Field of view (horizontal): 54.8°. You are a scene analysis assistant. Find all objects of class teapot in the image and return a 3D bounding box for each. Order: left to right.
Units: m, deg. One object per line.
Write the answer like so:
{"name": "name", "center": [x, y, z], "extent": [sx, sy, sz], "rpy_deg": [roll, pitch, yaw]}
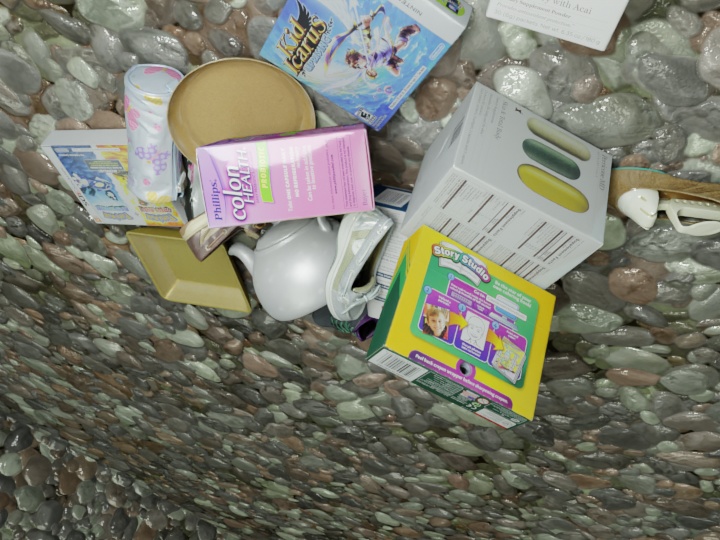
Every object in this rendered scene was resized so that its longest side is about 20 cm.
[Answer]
{"name": "teapot", "center": [-0.091, -0.027, 1.081], "extent": [0.147, 0.199, 0.197], "rpy_deg": [61, 172, -14]}

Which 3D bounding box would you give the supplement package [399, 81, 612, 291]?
{"name": "supplement package", "center": [0.182, -0.095, 0.870], "extent": [0.199, 0.153, 0.151], "rpy_deg": [26, 145, -9]}

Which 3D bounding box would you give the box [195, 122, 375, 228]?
{"name": "box", "center": [-0.085, -0.125, 0.877], "extent": [0.198, 0.176, 0.098], "rpy_deg": [-7, 104, 3]}

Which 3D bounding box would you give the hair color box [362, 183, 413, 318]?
{"name": "hair color box", "center": [0.057, -0.016, 1.001], "extent": [0.099, 0.060, 0.201], "rpy_deg": [17, 129, 32]}

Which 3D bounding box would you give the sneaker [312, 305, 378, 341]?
{"name": "sneaker", "center": [-0.019, 0.089, 1.254], "extent": [0.199, 0.088, 0.074], "rpy_deg": [-15, 132, 38]}

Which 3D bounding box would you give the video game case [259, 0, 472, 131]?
{"name": "video game case", "center": [-0.001, -0.278, 0.813], "extent": [0.181, 0.046, 0.200], "rpy_deg": [31, 142, -13]}

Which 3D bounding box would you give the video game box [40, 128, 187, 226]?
{"name": "video game box", "center": [-0.402, -0.152, 1.161], "extent": [0.198, 0.047, 0.183], "rpy_deg": [3, 143, 21]}

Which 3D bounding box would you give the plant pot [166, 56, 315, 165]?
{"name": "plant pot", "center": [-0.161, -0.208, 0.946], "extent": [0.198, 0.028, 0.201], "rpy_deg": [-4, 139, -3]}

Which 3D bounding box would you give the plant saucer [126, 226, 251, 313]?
{"name": "plant saucer", "center": [-0.308, -0.010, 1.295], "extent": [0.198, 0.049, 0.201], "rpy_deg": [7, 142, 16]}

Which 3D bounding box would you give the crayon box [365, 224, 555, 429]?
{"name": "crayon box", "center": [0.125, 0.067, 0.832], "extent": [0.199, 0.173, 0.058], "rpy_deg": [28, 148, -12]}

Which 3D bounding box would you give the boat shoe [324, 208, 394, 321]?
{"name": "boat shoe", "center": [0.001, -0.001, 0.961], "extent": [0.065, 0.074, 0.203], "rpy_deg": [33, 131, 25]}

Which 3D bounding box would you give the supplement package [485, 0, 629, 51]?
{"name": "supplement package", "center": [0.200, -0.321, 0.601], "extent": [0.120, 0.120, 0.201], "rpy_deg": [18, 143, 4]}

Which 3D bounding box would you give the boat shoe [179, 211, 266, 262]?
{"name": "boat shoe", "center": [-0.170, -0.080, 1.045], "extent": [0.072, 0.199, 0.072], "rpy_deg": [60, 175, 0]}

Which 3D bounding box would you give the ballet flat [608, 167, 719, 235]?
{"name": "ballet flat", "center": [0.387, -0.079, 0.864], "extent": [0.198, 0.073, 0.068], "rpy_deg": [12, 144, 11]}

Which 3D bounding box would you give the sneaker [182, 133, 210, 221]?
{"name": "sneaker", "center": [-0.226, -0.151, 1.069], "extent": [0.086, 0.081, 0.201], "rpy_deg": [-10, 137, -23]}

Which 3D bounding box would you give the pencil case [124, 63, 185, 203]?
{"name": "pencil case", "center": [-0.293, -0.192, 0.997], "extent": [0.091, 0.083, 0.201], "rpy_deg": [40, 138, 27]}
